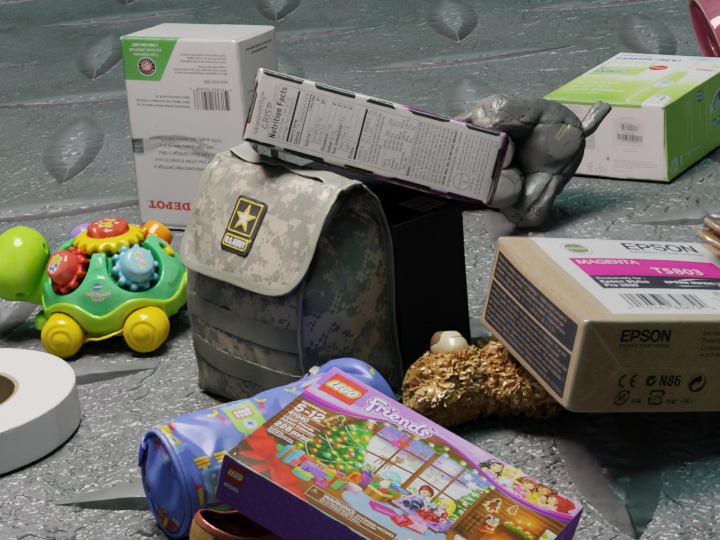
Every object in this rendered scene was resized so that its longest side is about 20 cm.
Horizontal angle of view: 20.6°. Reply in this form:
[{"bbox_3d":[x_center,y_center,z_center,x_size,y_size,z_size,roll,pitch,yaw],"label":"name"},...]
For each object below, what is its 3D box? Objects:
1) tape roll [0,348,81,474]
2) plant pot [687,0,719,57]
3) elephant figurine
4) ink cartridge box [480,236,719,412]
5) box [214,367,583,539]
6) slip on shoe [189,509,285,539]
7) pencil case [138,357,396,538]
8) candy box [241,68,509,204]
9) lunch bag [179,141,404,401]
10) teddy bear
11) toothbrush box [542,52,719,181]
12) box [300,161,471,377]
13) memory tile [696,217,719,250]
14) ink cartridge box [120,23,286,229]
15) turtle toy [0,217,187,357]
[{"bbox_3d":[-0.325,0.116,1.586,0.201,0.037,0.203,-6,20,2],"label":"tape roll"},{"bbox_3d":[0.486,-0.293,2.300,0.178,0.201,0.200,-22,20,1],"label":"plant pot"},{"bbox_3d":[0.126,-0.116,1.995,0.154,0.142,0.200,17,-7,-22],"label":"elephant figurine"},{"bbox_3d":[0.211,0.038,1.451,0.199,0.076,0.165,1,22,-21],"label":"ink cartridge box"},{"bbox_3d":[0.026,0.148,1.272,0.199,0.039,0.137,28,34,19],"label":"box"},{"bbox_3d":[-0.019,0.170,1.306,0.199,0.062,0.074,-9,18,-12],"label":"slip on shoe"},{"bbox_3d":[-0.067,0.122,1.426,0.199,0.078,0.087,-19,52,-33],"label":"pencil case"},{"bbox_3d":[0.015,-0.104,1.572,0.199,0.061,0.136,16,3,5],"label":"candy box"},{"bbox_3d":[-0.058,0.008,1.565,0.117,0.201,0.164,-20,24,-36],"label":"lunch bag"},{"bbox_3d":[0.129,0.073,1.527,0.199,0.067,0.145,-1,18,11],"label":"teddy bear"},{"bbox_3d":[0.303,-0.167,2.127,0.145,0.087,0.200,7,22,33],"label":"toothbrush box"},{"bbox_3d":[0.000,0.000,1.660,0.079,0.142,0.200,-21,24,-33],"label":"box"},{"bbox_3d":[0.341,0.004,1.547,0.153,0.017,0.200,33,11,17],"label":"memory tile"},{"bbox_3d":[-0.158,-0.147,2.038,0.146,0.201,0.083,6,19,28],"label":"ink cartridge box"},{"bbox_3d":[-0.242,0.007,1.771,0.199,0.102,0.146,-3,19,8],"label":"turtle toy"}]
